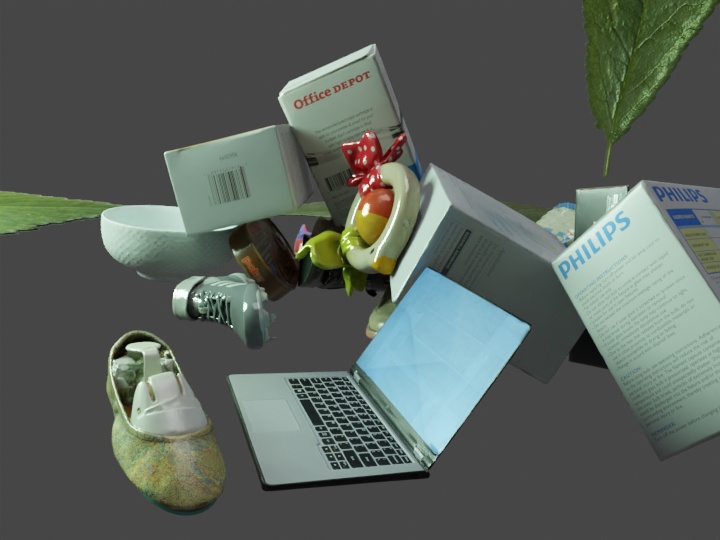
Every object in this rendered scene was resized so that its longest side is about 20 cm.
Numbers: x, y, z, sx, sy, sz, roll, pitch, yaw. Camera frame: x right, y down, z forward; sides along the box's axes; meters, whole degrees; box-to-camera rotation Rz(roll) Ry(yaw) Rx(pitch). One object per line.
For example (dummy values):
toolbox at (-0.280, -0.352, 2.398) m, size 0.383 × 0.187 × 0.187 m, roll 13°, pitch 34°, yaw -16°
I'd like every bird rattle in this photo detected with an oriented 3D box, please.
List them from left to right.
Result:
bird rattle at (0.022, -0.068, 0.765) m, size 0.111 × 0.204 × 0.162 m, roll 32°, pitch -5°, yaw -30°

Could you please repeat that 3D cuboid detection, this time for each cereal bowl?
cereal bowl at (-0.273, -0.036, 0.934) m, size 0.193 × 0.086 × 0.200 m, roll 6°, pitch 13°, yaw -1°

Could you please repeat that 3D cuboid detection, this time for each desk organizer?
desk organizer at (0.301, 0.008, 0.760) m, size 0.075 × 0.207 × 0.071 m, roll 1°, pitch 2°, yaw -35°

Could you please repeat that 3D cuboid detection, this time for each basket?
basket at (0.437, -0.065, 1.261) m, size 0.196 × 0.142 × 0.176 m, roll -28°, pitch 21°, yaw -10°

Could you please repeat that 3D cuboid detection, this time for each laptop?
laptop at (0.001, 0.072, 0.533) m, size 0.194 × 0.120 × 0.187 m, roll 2°, pitch 13°, yaw -21°

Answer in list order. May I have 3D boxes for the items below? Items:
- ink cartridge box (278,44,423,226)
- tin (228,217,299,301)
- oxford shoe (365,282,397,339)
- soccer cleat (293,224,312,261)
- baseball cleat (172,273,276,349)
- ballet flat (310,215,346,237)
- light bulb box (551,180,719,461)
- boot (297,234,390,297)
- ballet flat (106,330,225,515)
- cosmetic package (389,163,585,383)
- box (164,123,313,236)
ink cartridge box at (-0.007, -0.188, 0.903) m, size 0.142 × 0.204 × 0.085 m, roll -18°, pitch 25°, yaw 13°
tin at (-0.133, -0.023, 0.910) m, size 0.041 × 0.114 × 0.200 m, roll -30°, pitch 10°, yaw 7°
oxford shoe at (0.048, 0.038, 0.799) m, size 0.068 × 0.077 × 0.200 m, roll 8°, pitch 13°, yaw 8°
soccer cleat at (-0.011, -0.032, 1.028) m, size 0.193 × 0.076 × 0.068 m, roll 4°, pitch -16°, yaw 8°
baseball cleat at (-0.154, 0.046, 0.712) m, size 0.103 × 0.072 × 0.200 m, roll -4°, pitch 6°, yaw -15°
ballet flat at (0.017, -0.051, 0.959) m, size 0.194 × 0.069 × 0.068 m, roll 8°, pitch -15°, yaw 11°
light bulb box at (0.318, 0.039, 0.600) m, size 0.194 × 0.125 × 0.204 m, roll -2°, pitch 58°, yaw -37°
boot at (0.000, 0.000, 0.905) m, size 0.168 × 0.072 × 0.200 m, roll 7°, pitch -4°, yaw -3°
ballet flat at (-0.148, 0.096, 0.467) m, size 0.069 × 0.073 × 0.199 m, roll -1°, pitch 15°, yaw -30°
cosmetic package at (0.144, -0.007, 0.745) m, size 0.196 × 0.125 × 0.200 m, roll 28°, pitch 18°, yaw -10°
box at (-0.155, -0.131, 0.880) m, size 0.148 × 0.110 × 0.200 m, roll -13°, pitch 13°, yaw 5°
